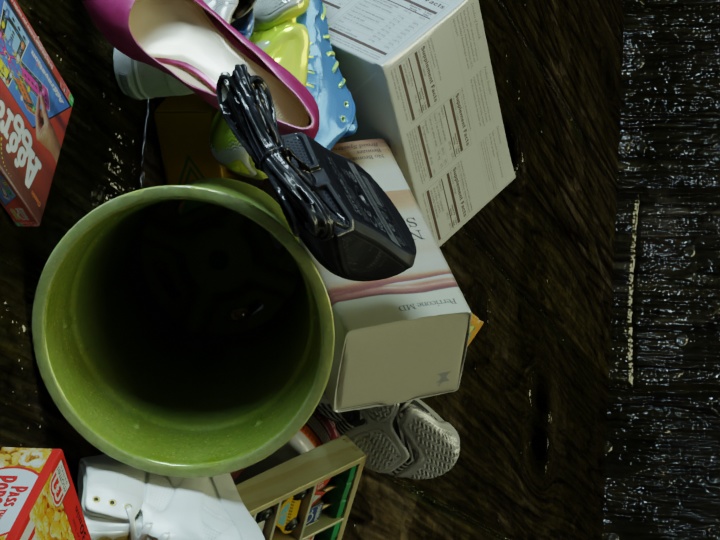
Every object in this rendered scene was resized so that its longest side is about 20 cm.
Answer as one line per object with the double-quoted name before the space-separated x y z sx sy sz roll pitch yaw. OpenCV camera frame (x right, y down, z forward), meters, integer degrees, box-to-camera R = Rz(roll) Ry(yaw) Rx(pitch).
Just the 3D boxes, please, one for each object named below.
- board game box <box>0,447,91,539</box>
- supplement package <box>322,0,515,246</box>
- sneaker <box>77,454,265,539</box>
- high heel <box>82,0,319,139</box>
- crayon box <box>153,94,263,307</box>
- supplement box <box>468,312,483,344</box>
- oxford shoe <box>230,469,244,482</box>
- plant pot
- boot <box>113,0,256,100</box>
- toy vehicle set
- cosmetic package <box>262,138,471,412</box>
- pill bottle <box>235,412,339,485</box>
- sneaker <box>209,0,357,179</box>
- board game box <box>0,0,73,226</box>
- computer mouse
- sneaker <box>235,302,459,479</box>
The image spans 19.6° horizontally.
"board game box" -0.218 0.231 1.276 0.200 0.046 0.152 -69 153 -50
"supplement package" 0.020 -0.143 1.684 0.111 0.156 0.200 -41 138 -25
"sneaker" -0.128 0.189 1.378 0.200 0.115 0.074 -125 -146 -49
"high heel" -0.111 -0.153 1.413 0.067 0.200 0.096 -46 -169 -12
"crayon box" -0.108 -0.088 1.634 0.126 0.051 0.200 -60 147 -58
"supplement box" 0.004 0.007 1.753 0.069 0.200 0.067 -56 161 1
"oxford shoe" -0.156 0.164 1.492 0.075 0.070 0.200 54 31 -8
"plant pot" -0.110 0.014 1.445 0.190 0.199 0.201 -77 163 -72
"boot" -0.115 -0.214 1.533 0.074 0.095 0.200 59 35 -60
"toy vehicle set" -0.069 0.222 1.579 0.124 0.027 0.200 -23 143 -37
"cosmetic package" 0.000 0.000 1.560 0.087 0.103 0.200 99 -25 -43
"pill bottle" -0.058 0.117 1.693 0.200 0.114 0.114 -60 146 -58
"sneaker" -0.048 -0.154 1.568 0.105 0.076 0.200 27 71 -35
"board game box" -0.230 -0.124 1.284 0.200 0.019 0.103 65 31 -55
"computer mouse" -0.029 -0.044 1.359 0.200 0.053 0.139 33 25 -59
"sneaker" -0.005 0.076 1.614 0.075 0.200 0.115 -58 -174 35
